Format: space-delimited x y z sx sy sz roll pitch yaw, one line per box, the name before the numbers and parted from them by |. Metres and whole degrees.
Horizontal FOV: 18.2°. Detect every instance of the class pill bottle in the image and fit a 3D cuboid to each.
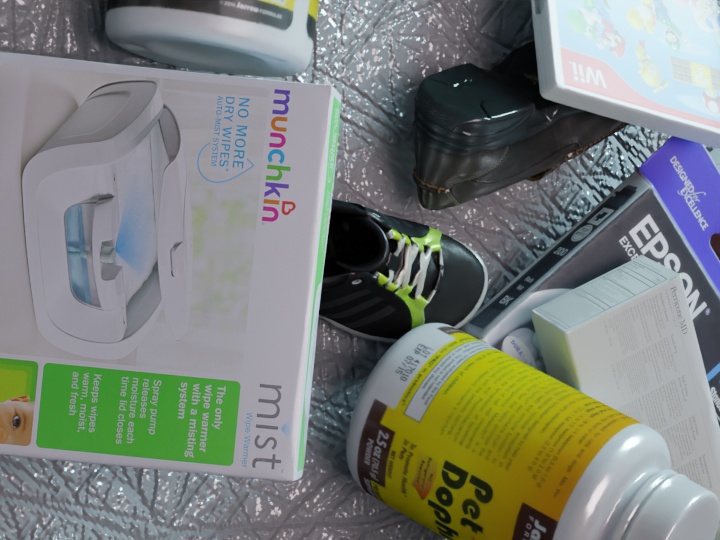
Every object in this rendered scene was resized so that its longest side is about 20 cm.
pill bottle | -0.068 -0.213 1.206 0.114 0.114 0.202 12 85 -32
pill bottle | 0.097 0.116 1.257 0.109 0.199 0.110 -38 142 -38

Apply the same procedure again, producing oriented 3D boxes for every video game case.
video game case | 0.160 -0.181 1.367 0.142 0.017 0.202 12 63 -33

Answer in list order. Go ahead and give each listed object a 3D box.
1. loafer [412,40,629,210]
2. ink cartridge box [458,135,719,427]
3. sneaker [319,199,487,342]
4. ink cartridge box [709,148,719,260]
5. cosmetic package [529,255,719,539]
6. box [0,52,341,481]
loafer | 0.104 -0.090 1.356 0.199 0.073 0.073 -14 132 -38
ink cartridge box | 0.186 0.047 1.386 0.200 0.043 0.199 -42 115 -12
sneaker | 0.000 0.000 1.272 0.199 0.083 0.072 11 85 -32
ink cartridge box | 0.260 0.025 1.464 0.173 0.043 0.201 -40 111 -27
cosmetic package | 0.169 0.100 1.338 0.082 0.051 0.201 -24 114 -15
box | -0.106 0.001 1.156 0.175 0.097 0.202 6 87 1
